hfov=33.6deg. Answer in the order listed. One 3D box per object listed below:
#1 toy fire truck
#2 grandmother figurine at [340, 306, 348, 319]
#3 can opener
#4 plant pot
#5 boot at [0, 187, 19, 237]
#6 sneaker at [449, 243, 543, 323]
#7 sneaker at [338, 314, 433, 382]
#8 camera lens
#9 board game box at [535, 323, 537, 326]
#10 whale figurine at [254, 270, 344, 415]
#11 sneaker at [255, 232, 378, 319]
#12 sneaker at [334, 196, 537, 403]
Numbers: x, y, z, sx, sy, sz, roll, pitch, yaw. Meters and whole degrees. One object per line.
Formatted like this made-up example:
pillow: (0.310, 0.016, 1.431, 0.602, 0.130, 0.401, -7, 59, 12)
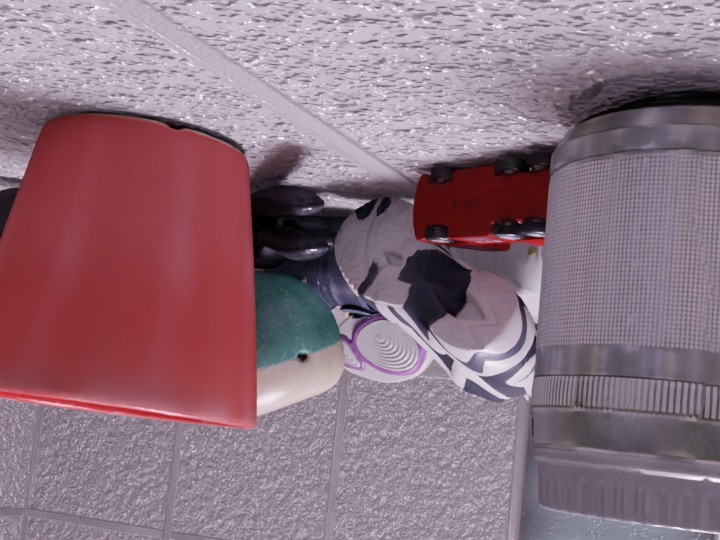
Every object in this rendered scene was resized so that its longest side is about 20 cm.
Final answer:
toy fire truck: (0.143, -0.036, 0.755, 0.139, 0.050, 0.199, 10, 173, -36)
grandmother figurine: (0.064, 0.023, 1.239, 0.198, 0.062, 0.121, -5, -166, 44)
can opener: (-0.054, -0.036, 0.854, 0.077, 0.064, 0.200, -17, -178, -10)
plant pot: (-0.153, 0.003, 0.785, 0.197, 0.181, 0.201, 7, 171, 1)
boot: (-0.293, -0.042, 1.108, 0.186, 0.070, 0.198, 3, -176, -40)
sneaker: (0.176, 0.005, 0.937, 0.198, 0.075, 0.115, 7, 170, -40)
sneaker: (0.068, 0.042, 1.094, 0.197, 0.076, 0.100, -23, -173, 18)
camera lens: (0.168, 0.024, 0.596, 0.157, 0.204, 0.160, 6, 172, 1)
board game box: (0.221, 0.073, 1.020, 0.133, 0.202, 0.035, 7, 132, -5)
whale figurine: (-0.100, 0.056, 0.943, 0.157, 0.106, 0.199, -16, -175, -33)
sneaker: (0.000, 0.002, 1.047, 0.144, 0.078, 0.202, -5, 179, 18)
sneaker: (0.066, 0.032, 0.873, 0.198, 0.080, 0.130, 29, 163, 44)
